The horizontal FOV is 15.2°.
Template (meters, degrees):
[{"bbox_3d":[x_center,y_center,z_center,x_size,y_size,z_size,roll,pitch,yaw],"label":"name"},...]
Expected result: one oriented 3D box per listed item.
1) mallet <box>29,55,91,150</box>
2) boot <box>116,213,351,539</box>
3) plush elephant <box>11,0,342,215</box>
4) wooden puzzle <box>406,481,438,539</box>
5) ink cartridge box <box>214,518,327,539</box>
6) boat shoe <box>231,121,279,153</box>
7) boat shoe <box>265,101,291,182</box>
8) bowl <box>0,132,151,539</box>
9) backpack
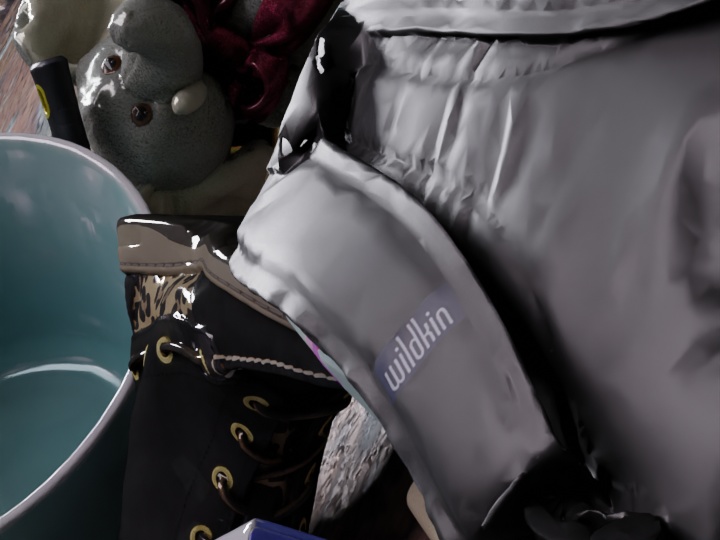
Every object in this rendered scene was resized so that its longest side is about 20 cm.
[{"bbox_3d":[-0.102,0.014,1.095,0.066,0.041,0.201,155,99,-70],"label":"mallet"},{"bbox_3d":[-0.030,0.062,0.838,0.200,0.073,0.152,15,102,63],"label":"boot"},{"bbox_3d":[-0.057,-0.097,1.107,0.155,0.165,0.200,-36,-20,-24],"label":"plush elephant"},{"bbox_3d":[0.073,0.010,0.714,0.186,0.037,0.200,-61,14,7],"label":"wooden puzzle"},{"bbox_3d":[-0.035,0.151,0.706,0.200,0.076,0.137,-35,41,60],"label":"ink cartridge box"},{"bbox_3d":[-0.071,-0.031,1.221,0.068,0.072,0.200,-57,15,24],"label":"boat shoe"},{"bbox_3d":[0.034,-0.087,0.965,0.201,0.067,0.072,-58,19,4],"label":"boat shoe"},{"bbox_3d":[-0.144,0.058,1.003,0.199,0.105,0.202,-14,49,16],"label":"bowl"},{"bbox_3d":[0.063,-0.006,0.560,0.168,0.126,0.200,-59,32,-8],"label":"backpack"}]
